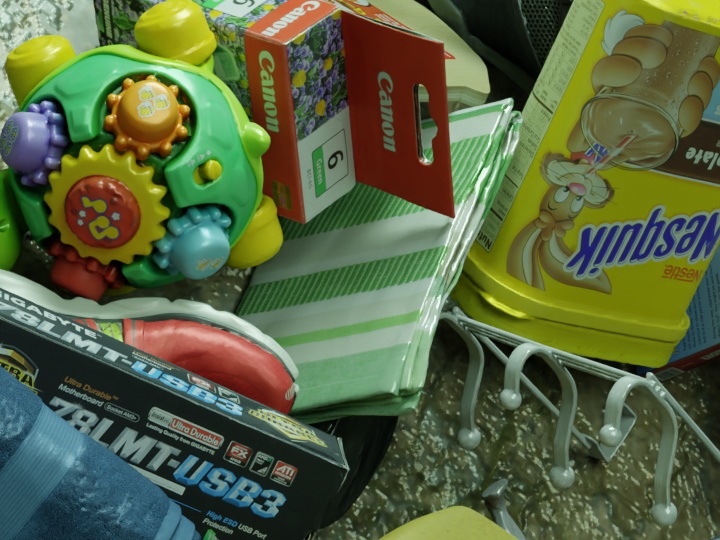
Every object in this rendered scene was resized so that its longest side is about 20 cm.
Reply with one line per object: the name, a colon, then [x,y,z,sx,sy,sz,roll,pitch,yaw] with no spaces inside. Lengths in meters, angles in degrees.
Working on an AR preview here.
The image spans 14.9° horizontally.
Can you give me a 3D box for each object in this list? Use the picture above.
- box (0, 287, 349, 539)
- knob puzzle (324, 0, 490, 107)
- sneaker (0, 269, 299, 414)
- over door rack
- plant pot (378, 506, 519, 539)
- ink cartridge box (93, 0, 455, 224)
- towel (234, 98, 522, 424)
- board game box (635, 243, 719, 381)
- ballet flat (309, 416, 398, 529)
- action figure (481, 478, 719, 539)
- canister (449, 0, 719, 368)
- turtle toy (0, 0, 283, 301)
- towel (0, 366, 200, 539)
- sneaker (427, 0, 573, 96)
box: [-0.136,0.132,1.296,0.199,0.050,0.199,23,102,-15]
knob puzzle: [-0.013,-0.135,1.533,0.219,0.031,0.220,24,17,-8]
sneaker: [-0.130,0.058,1.349,0.199,0.077,0.085,9,28,-2]
over door rack: [0.130,0.090,1.440,0.200,0.147,0.067,29,83,-48]
plant pot: [0.035,0.229,1.267,0.195,0.194,0.200,34,50,1]
ink cartridge box: [-0.046,-0.088,1.426,0.199,0.109,0.050,20,41,34]
towel: [0.000,0.000,1.455,0.023,0.152,0.201,48,49,-33]
board game box: [0.192,-0.044,1.600,0.019,0.103,0.201,21,55,-45]
ballet flat: [-0.007,0.056,1.484,0.056,0.067,0.201,6,53,21]
action figure: [0.115,0.196,1.442,0.193,0.105,0.200,45,79,-7]
canister: [0.146,-0.059,1.506,0.148,0.201,0.087,10,23,-35]
turtle toy: [-0.138,-0.042,1.393,0.101,0.199,0.146,-64,137,-61]
towel: [-0.175,0.101,1.232,0.200,0.049,0.112,39,98,-16]
sneaker: [0.119,-0.156,1.594,0.199,0.114,0.076,45,38,20]
